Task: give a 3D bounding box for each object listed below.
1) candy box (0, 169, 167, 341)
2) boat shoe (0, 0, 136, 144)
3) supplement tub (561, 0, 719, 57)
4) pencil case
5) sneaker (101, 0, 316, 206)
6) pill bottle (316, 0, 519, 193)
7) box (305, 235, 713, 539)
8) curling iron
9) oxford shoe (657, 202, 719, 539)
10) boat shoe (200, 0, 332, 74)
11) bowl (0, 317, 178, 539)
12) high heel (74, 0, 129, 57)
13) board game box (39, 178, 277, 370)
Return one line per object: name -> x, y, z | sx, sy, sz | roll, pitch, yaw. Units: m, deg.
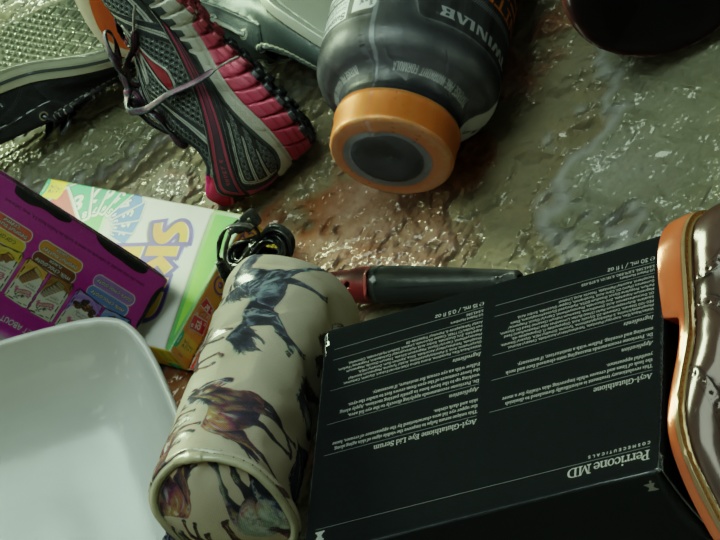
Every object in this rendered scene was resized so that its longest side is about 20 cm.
candy box -> -0.221, 0.050, 1.672 | 0.200, 0.136, 0.061 | -57, 35, -2
boat shoe -> -0.200, -0.122, 1.882 | 0.199, 0.062, 0.075 | -21, 39, 3
supplement tub -> 0.147, -0.220, 1.651 | 0.107, 0.107, 0.200 | -28, 44, 17
pencil case -> -0.052, 0.073, 1.548 | 0.078, 0.090, 0.200 | -5, 33, 15
sneaker -> -0.117, -0.126, 1.731 | 0.075, 0.200, 0.081 | -43, -1, 6
pill bottle -> 0.035, -0.143, 1.677 | 0.106, 0.106, 0.201 | -10, 52, 32
box -> 0.078, 0.082, 1.477 | 0.199, 0.079, 0.142 | -16, 46, 27
curling iron -> 0.000, 0.000, 1.634 | 0.199, 0.050, 0.026 | 8, 33, 33
oxford shoe -> 0.190, 0.053, 1.390 | 0.072, 0.071, 0.201 | -29, 59, 38
boat shoe -> -0.053, -0.151, 1.797 | 0.200, 0.073, 0.062 | 36, 121, 39
bowl -> -0.179, 0.141, 1.582 | 0.199, 0.075, 0.201 | -19, 64, -3
high heel -> -0.149, -0.194, 1.850 | 0.200, 0.068, 0.096 | 29, 49, 33
board game box -> -0.139, 0.002, 1.756 | 0.200, 0.030, 0.096 | 12, 66, 41
